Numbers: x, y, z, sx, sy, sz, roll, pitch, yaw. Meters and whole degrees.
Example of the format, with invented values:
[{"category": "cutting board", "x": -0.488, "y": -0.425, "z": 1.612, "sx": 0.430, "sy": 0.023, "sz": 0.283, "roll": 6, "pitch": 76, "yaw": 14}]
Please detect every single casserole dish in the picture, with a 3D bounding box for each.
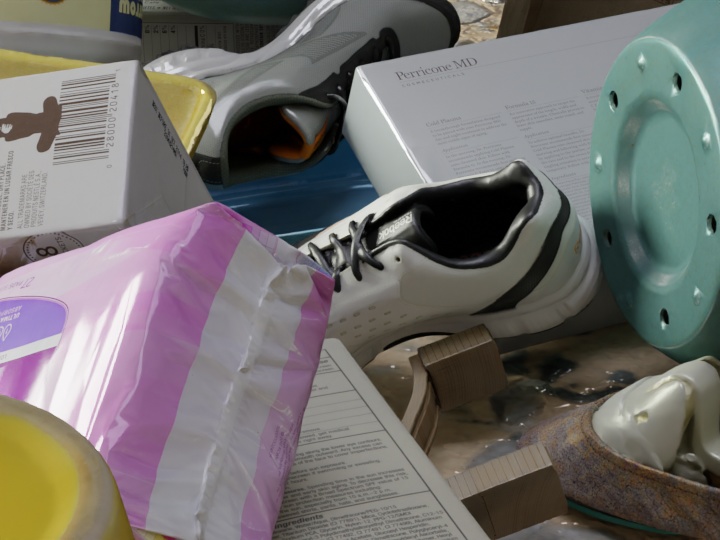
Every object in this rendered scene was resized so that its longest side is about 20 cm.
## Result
[{"category": "casserole dish", "x": -0.026, "y": -0.030, "z": 1.104, "sx": 0.199, "sy": 0.039, "sz": 0.121, "roll": -9, "pitch": 27, "yaw": -14}]

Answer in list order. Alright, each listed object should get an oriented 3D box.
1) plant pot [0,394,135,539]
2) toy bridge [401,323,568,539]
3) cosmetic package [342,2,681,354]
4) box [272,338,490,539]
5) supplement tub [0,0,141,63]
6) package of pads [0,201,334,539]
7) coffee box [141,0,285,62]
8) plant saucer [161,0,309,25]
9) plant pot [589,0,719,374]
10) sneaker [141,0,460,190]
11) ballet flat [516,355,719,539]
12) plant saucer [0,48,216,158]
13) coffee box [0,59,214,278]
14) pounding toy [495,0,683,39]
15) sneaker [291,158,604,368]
[{"category": "plant pot", "x": -0.120, "y": 0.141, "z": 0.576, "sx": 0.199, "sy": 0.190, "sz": 0.201, "roll": -1, "pitch": 24, "yaw": 0}, {"category": "toy bridge", "x": 0.045, "y": 0.091, "z": 0.843, "sx": 0.067, "sy": 0.027, "sz": 0.200, "roll": -20, "pitch": 32, "yaw": -1}, {"category": "cosmetic package", "x": 0.112, "y": -0.048, "z": 1.057, "sx": 0.199, "sy": 0.052, "sz": 0.151, "roll": -13, "pitch": 55, "yaw": -23}, {"category": "box", "x": -0.016, "y": 0.105, "z": 0.773, "sx": 0.094, "sy": 0.078, "sz": 0.200, "roll": -10, "pitch": 27, "yaw": -15}, {"category": "supplement tub", "x": -0.182, "y": -0.164, "z": 1.130, "sx": 0.144, "sy": 0.202, "sz": 0.145, "roll": 2, "pitch": 1, "yaw": 0}, {"category": "package of pads", "x": -0.102, "y": 0.059, "z": 0.750, "sx": 0.199, "sy": 0.076, "sz": 0.121, "roll": -16, "pitch": 46, "yaw": 46}, {"category": "coffee box", "x": -0.066, "y": -0.129, "z": 1.265, "sx": 0.198, "sy": 0.080, "sz": 0.113, "roll": 1, "pitch": 27, "yaw": 6}, {"category": "plant saucer", "x": -0.038, "y": -0.175, "z": 1.236, "sx": 0.198, "sy": 0.028, "sz": 0.200, "roll": -1, "pitch": 25, "yaw": 0}, {"category": "plant pot", "x": 0.189, "y": -0.036, "z": 0.900, "sx": 0.160, "sy": 0.202, "sz": 0.201, "roll": -5, "pitch": 25, "yaw": -19}, {"category": "sneaker", "x": -0.023, "y": -0.087, "z": 1.112, "sx": 0.199, "sy": 0.074, "sz": 0.079, "roll": -27, "pitch": 43, "yaw": -32}, {"category": "ballet flat", "x": 0.145, "y": 0.072, "z": 0.846, "sx": 0.199, "sy": 0.068, "sz": 0.068, "roll": 17, "pitch": 33, "yaw": 35}, {"category": "plant saucer", "x": -0.179, "y": -0.006, "z": 0.977, "sx": 0.199, "sy": 0.049, "sz": 0.201, "roll": 11, "pitch": 59, "yaw": 22}, {"category": "coffee box", "x": -0.166, "y": -0.008, "z": 0.872, "sx": 0.198, "sy": 0.115, "sz": 0.080, "roll": -7, "pitch": 56, "yaw": 12}, {"category": "pounding toy", "x": 0.167, "y": -0.154, "z": 1.220, "sx": 0.183, "sy": 0.201, "sz": 0.142, "roll": 26, "pitch": 34, "yaw": 20}, {"category": "sneaker", "x": 0.000, "y": 0.000, "z": 0.938, "sx": 0.199, "sy": 0.080, "sz": 0.074, "roll": -19, "pitch": 60, "yaw": 7}]
